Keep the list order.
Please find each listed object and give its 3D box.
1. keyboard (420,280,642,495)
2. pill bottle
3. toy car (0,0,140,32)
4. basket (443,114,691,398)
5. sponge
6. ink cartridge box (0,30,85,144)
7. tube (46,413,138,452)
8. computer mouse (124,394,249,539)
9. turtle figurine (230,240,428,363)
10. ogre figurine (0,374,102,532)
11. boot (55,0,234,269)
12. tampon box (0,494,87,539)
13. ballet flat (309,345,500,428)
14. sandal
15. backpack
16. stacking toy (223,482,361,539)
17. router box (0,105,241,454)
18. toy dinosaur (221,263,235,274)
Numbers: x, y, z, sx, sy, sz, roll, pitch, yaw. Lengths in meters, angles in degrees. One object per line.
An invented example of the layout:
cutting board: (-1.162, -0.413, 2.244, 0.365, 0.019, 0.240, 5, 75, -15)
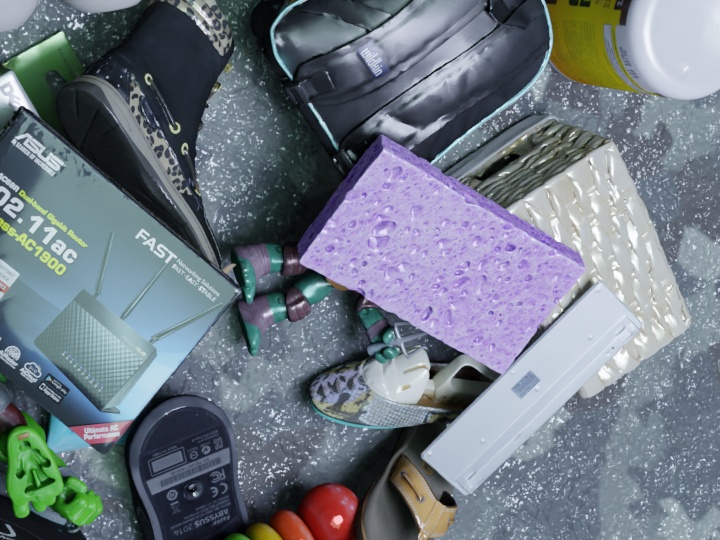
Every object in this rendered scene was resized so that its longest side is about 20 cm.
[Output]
keyboard: (0.136, 0.095, 1.311, 0.200, 0.011, 0.056, -45, 106, 6)
pill bottle: (0.211, -0.197, 1.302, 0.109, 0.200, 0.110, -5, 102, -23)
toy car: (-0.221, -0.257, 1.131, 0.199, 0.150, 0.176, -14, 105, -20)
basket: (0.165, -0.010, 1.361, 0.135, 0.123, 0.201, -33, 111, -14)
sponge: (0.062, -0.009, 1.241, 0.199, 0.030, 0.112, 29, 112, -24)
ink cartridge box: (-0.270, -0.079, 1.194, 0.200, 0.059, 0.104, -33, 111, -14)
tube: (-0.204, 0.042, 1.257, 0.077, 0.050, 0.201, -5, 107, -22)
computer mouse: (-0.144, 0.180, 1.309, 0.138, 0.053, 0.201, -16, 118, -22)
turtle figurine: (0.000, 0.000, 1.304, 0.199, 0.101, 0.150, -14, 119, -11)
ogre figurine: (-0.278, 0.109, 1.195, 0.199, 0.120, 0.099, 19, 97, -24)
boot: (-0.130, -0.101, 1.225, 0.154, 0.073, 0.204, -60, 138, -35)
tampon box: (-0.272, 0.240, 1.178, 0.149, 0.200, 0.127, 24, 90, -27)
ballet flat: (0.058, 0.093, 1.357, 0.199, 0.072, 0.072, 7, 97, -19)
sandal: (0.053, 0.185, 1.329, 0.082, 0.054, 0.200, 48, 40, -15)
backpack: (0.036, -0.180, 1.252, 0.200, 0.153, 0.176, -33, 112, 4)
stacking toy: (-0.084, 0.232, 1.295, 0.200, 0.085, 0.086, -31, 111, -22)
router box: (-0.204, 0.007, 1.141, 0.200, 0.062, 0.150, 40, 89, -11)
toy dinosaur: (-0.198, 0.037, 1.197, 0.199, 0.060, 0.107, 9, 105, 6)
